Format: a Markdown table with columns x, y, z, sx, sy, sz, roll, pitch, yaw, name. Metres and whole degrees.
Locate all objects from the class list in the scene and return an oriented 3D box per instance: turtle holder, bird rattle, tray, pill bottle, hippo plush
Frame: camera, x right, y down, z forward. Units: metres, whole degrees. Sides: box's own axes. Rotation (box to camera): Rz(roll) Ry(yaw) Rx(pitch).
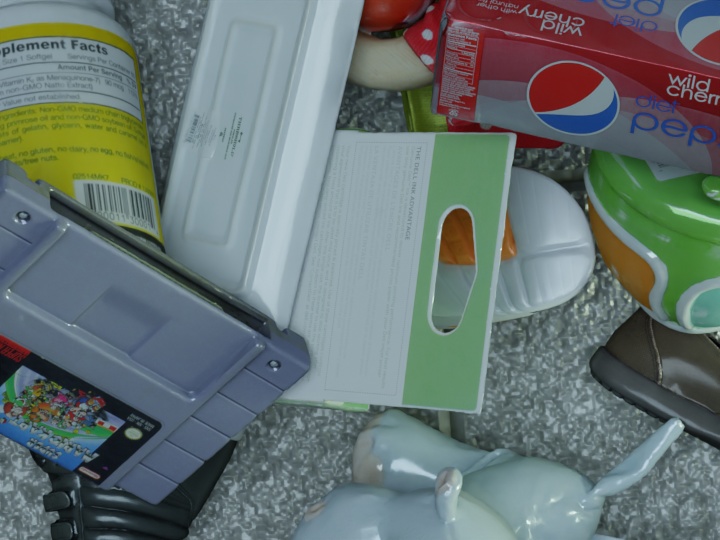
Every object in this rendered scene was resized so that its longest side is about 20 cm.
| x | y | z | sx | sy | sz | roll | pitch | yaw | name |
| --- | --- | --- | --- | --- | --- | --- | --- | --- | --- |
| 0.198 | -0.047 | 1.440 | 0.141 | 0.132 | 0.185 | 33 | 50 | 25 | turtle holder |
| 0.038 | -0.154 | 1.475 | 0.162 | 0.113 | 0.201 | -4 | 93 | 25 | bird rattle |
| -0.062 | -0.070 | 1.467 | 0.107 | 0.022 | 0.201 | 13 | 90 | 40 | tray |
| -0.167 | -0.069 | 1.471 | 0.114 | 0.114 | 0.201 | -13 | 67 | 7 | pill bottle |
| 0.049 | 0.163 | 1.423 | 0.199 | 0.161 | 0.160 | 2 | 101 | 22 | hippo plush |

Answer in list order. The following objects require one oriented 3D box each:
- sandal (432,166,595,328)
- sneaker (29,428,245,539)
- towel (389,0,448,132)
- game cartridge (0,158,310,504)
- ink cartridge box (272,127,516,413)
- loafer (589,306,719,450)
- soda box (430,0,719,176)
| x | y | z | sx | sy | sz | roll | pitch | yaw | name |
| --- | --- | --- | --- | --- | --- | --- | --- | --- | --- |
| 0.036 | -0.007 | 1.500 | 0.206 | 0.059 | 0.080 | -7 | 79 | 28 | sandal |
| -0.170 | 0.095 | 1.512 | 0.199 | 0.071 | 0.100 | 19 | 87 | 2 | sneaker |
| 0.052 | -0.171 | 1.515 | 0.086 | 0.018 | 0.201 | -9 | 89 | 8 | towel |
| -0.139 | 0.038 | 1.399 | 0.200 | 0.038 | 0.130 | 32 | 115 | -32 | game cartridge |
| 0.000 | 0.000 | 1.449 | 0.199 | 0.048 | 0.146 | 3 | 83 | 35 | ink cartridge box |
| 0.219 | 0.072 | 1.465 | 0.199 | 0.073 | 0.071 | 28 | 94 | 6 | loafer |
| 0.138 | -0.098 | 1.346 | 0.199 | 0.070 | 0.064 | 13 | 136 | 7 | soda box |
